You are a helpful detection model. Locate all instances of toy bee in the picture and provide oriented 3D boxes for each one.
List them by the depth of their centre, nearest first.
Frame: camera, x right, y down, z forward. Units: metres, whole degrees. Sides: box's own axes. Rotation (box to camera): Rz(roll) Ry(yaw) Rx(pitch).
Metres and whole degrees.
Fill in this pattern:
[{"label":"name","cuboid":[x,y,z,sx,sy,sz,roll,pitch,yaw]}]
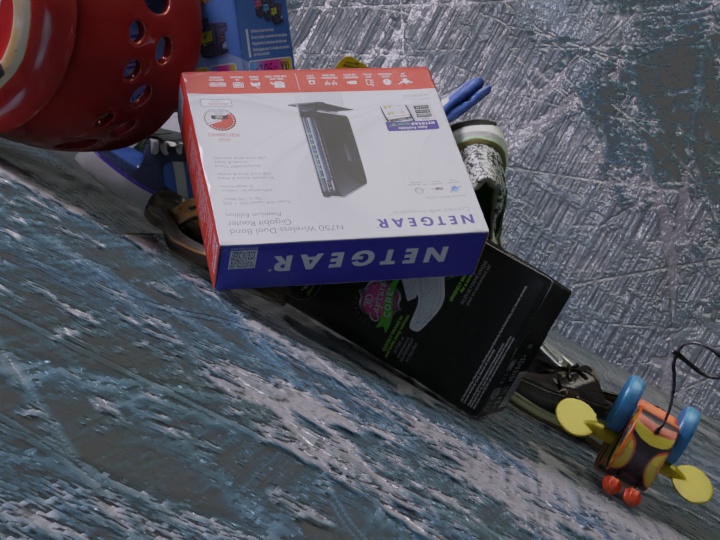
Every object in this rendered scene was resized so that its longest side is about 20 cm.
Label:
[{"label":"toy bee","cuboid":[0.210,0.134,1.102,0.131,0.109,0.200,22,-24,26]}]

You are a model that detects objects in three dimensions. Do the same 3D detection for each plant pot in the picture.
[{"label":"plant pot","cuboid":[-0.251,-0.189,1.089,0.200,0.201,0.182,30,20,21]}]

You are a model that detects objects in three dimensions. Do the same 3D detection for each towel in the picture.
[{"label":"towel","cuboid":[0.023,-0.105,1.304,0.024,0.200,0.147,53,30,-4]}]

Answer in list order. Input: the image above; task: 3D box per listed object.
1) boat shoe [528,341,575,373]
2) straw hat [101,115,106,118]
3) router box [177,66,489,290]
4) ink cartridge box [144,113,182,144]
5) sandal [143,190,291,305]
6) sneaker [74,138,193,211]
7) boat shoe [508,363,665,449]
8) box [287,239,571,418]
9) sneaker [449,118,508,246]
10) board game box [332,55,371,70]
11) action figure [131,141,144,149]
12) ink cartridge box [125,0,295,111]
[{"label":"boat shoe","cuboid":[0.135,0.072,1.414,0.202,0.075,0.065,37,1,13]},{"label":"straw hat","cuboid":[-0.244,-0.156,1.250,0.201,0.201,0.085,26,39,-34]},{"label":"router box","cuboid":[-0.024,-0.073,1.054,0.199,0.049,0.180,-4,50,-17]},{"label":"ink cartridge box","cuboid":[-0.215,-0.155,1.462,0.199,0.044,0.094,12,-12,-8]},{"label":"sandal","cuboid":[-0.109,-0.031,1.095,0.082,0.055,0.200,26,8,-30]},{"label":"sneaker","cuboid":[-0.131,-0.107,1.248,0.199,0.147,0.081,28,4,-12]},{"label":"boat shoe","cuboid":[0.197,0.117,1.316,0.199,0.065,0.073,26,6,-26]},{"label":"box","cuboid":[0.050,0.016,1.153,0.200,0.125,0.149,31,4,14]},{"label":"sneaker","cuboid":[0.097,-0.032,1.266,0.077,0.201,0.089,-5,40,-1]},{"label":"board game box","cuboid":[-0.038,-0.082,1.203,0.095,0.200,0.030,24,16,-46]},{"label":"action figure","cuboid":[-0.164,-0.085,1.451,0.200,0.055,0.118,31,-1,-38]},{"label":"ink cartridge box","cuboid":[-0.137,-0.234,1.173,0.136,0.201,0.076,-3,7,32]}]
